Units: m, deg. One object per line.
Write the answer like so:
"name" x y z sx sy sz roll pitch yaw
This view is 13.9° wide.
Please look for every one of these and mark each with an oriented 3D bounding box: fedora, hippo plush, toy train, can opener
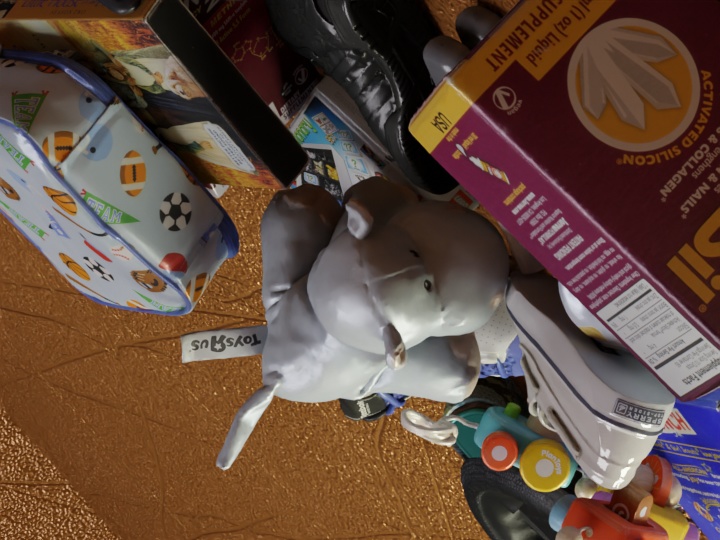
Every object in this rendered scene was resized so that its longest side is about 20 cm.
"fedora" 0.161 0.167 2.026 0.200 0.092 0.201 40 164 14
"hippo plush" 0.000 0.000 1.758 0.161 0.199 0.160 125 128 -64
"toy train" 0.124 0.114 1.711 0.200 0.056 0.150 34 -168 39
"can opener" 0.079 -0.073 1.694 0.066 0.053 0.200 33 160 37

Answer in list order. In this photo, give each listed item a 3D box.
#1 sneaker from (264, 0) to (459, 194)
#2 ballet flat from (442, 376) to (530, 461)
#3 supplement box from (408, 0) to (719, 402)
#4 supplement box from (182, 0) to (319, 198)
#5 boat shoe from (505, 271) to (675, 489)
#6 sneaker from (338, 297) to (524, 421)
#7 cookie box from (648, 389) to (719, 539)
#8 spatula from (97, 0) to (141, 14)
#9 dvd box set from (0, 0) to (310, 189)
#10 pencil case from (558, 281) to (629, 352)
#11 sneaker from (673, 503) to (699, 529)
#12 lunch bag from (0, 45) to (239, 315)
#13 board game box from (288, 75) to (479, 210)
"sneaker" -0.004 -0.138 1.734 0.104 0.060 0.200 25 150 47
"ballet flat" 0.125 0.148 2.133 0.074 0.074 0.200 21 148 54
"supplement box" 0.142 -0.055 1.441 0.200 0.131 0.103 43 164 0
"supplement box" -0.110 -0.153 1.857 0.061 0.109 0.200 27 157 39
"boat shoe" 0.124 0.062 1.695 0.072 0.066 0.200 13 -161 -24
"sneaker" 0.042 0.053 1.914 0.199 0.116 0.081 20 166 13
"cookie box" 0.246 0.119 1.722 0.200 0.075 0.171 50 165 -18
"spatula" -0.179 -0.186 1.753 0.021 0.056 0.200 54 169 -34
"dvd box set" -0.136 -0.111 1.789 0.200 0.029 0.146 7 143 52
"pencil case" 0.194 0.020 1.583 0.200 0.083 0.091 26 123 50
"sneaker" 0.210 0.134 1.856 0.200 0.075 0.081 49 164 -19
"lunch bag" -0.179 -0.059 1.816 0.160 0.076 0.200 10 147 52
"board game box" 0.008 -0.061 1.932 0.126 0.035 0.200 43 164 0
